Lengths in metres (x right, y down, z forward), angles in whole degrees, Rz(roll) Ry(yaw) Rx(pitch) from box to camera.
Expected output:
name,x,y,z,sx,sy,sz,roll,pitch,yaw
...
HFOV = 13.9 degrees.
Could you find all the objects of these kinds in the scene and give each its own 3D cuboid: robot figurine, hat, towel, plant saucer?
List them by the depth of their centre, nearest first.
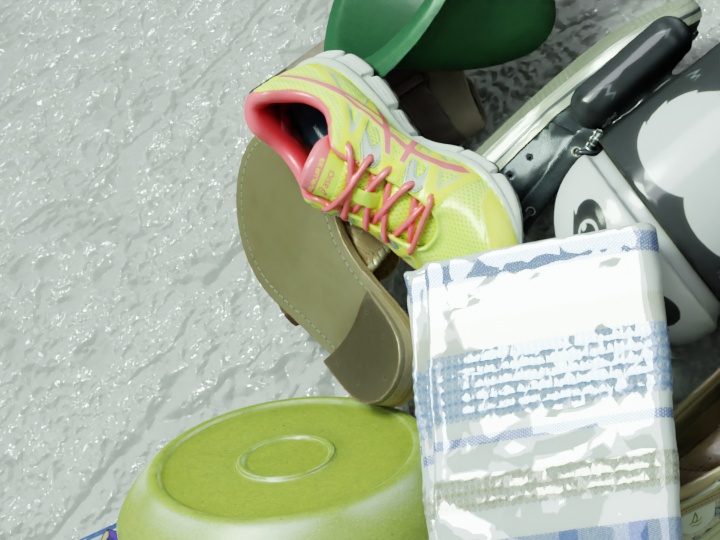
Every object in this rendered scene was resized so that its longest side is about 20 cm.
name,x,y,z,sx,sy,sz,roll,pitch,yaw
towel,0.096,0.080,1.519,0.146,0.024,0.201,-12,73,26
robot figurine,0.197,-0.049,1.581,0.200,0.125,0.150,-38,42,6
plant saucer,-0.039,0.116,1.635,0.199,0.031,0.200,-8,22,3
hat,0.100,-0.148,1.786,0.200,0.176,0.166,-9,56,63

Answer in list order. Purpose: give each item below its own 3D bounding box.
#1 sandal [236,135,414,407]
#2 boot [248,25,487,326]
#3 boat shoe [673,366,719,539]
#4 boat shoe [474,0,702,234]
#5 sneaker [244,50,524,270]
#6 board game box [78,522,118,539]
name,x,y,z,sx,sy,sz,roll,pitch,yaw
sandal,-0.003,0.004,1.732,0.078,0.069,0.212,-55,45,26
boot,0.007,-0.074,1.814,0.146,0.070,0.201,-18,58,14
boat shoe,0.200,0.080,1.522,0.200,0.063,0.073,-48,40,0
boat shoe,0.127,-0.081,1.711,0.200,0.062,0.075,-43,5,10
sneaker,0.008,-0.048,1.675,0.200,0.090,0.078,40,122,29
board game box,-0.129,0.233,1.699,0.135,0.034,0.201,-26,45,22
